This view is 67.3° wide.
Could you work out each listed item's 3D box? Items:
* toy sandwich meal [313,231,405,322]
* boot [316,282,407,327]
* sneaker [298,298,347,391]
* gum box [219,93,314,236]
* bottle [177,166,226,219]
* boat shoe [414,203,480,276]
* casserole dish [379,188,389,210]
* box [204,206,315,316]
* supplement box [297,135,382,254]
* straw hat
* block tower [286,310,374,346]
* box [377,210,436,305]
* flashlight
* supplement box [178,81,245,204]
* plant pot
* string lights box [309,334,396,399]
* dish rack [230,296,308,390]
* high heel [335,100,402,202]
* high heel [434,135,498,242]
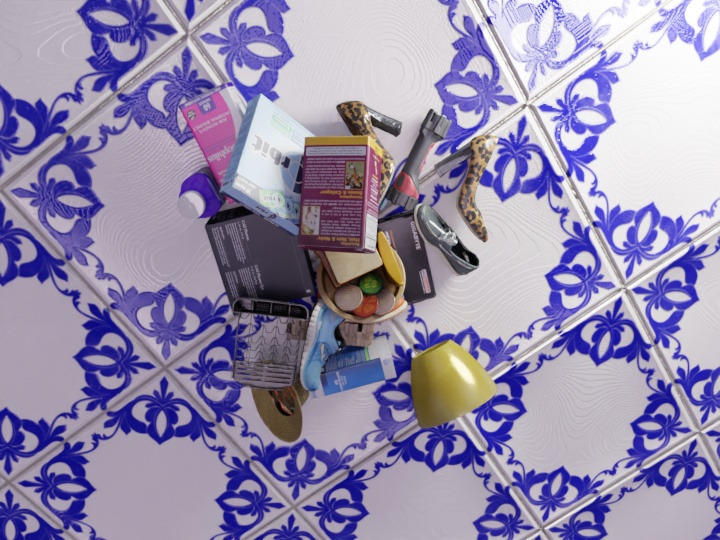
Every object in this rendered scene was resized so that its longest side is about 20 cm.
[{"bbox_3d":[0.000,0.000,1.086,0.200,0.070,0.209,1,69,-3],"label":"toy sandwich meal"},{"bbox_3d":[0.000,0.056,1.147,0.196,0.075,0.110,-5,106,2],"label":"boot"},{"bbox_3d":[-0.074,0.165,1.119,0.088,0.079,0.204,13,110,-1],"label":"sneaker"},{"bbox_3d":[-0.156,-0.194,1.008,0.169,0.044,0.204,32,60,-38],"label":"gum box"},{"bbox_3d":[-0.302,-0.144,1.031,0.064,0.200,0.084,-28,108,5],"label":"bottle"},{"bbox_3d":[0.189,-0.069,1.159,0.201,0.061,0.073,49,55,-24],"label":"boat shoe"},{"bbox_3d":[-0.025,-0.185,1.129,0.197,0.039,0.123,26,104,-12],"label":"casserole dish"},{"bbox_3d":[-0.201,-0.034,1.128,0.178,0.104,0.204,-13,110,0],"label":"box"},{"bbox_3d":[-0.035,-0.137,1.001,0.128,0.103,0.205,4,89,16],"label":"supplement box"},{"bbox_3d":[-0.163,0.284,1.246,0.084,0.199,0.205,-22,117,-43],"label":"straw hat"},{"bbox_3d":[-0.068,0.129,1.223,0.196,0.054,0.059,5,108,-7],"label":"block tower"},{"bbox_3d":[0.052,-0.012,1.190,0.195,0.050,0.204,-15,110,1],"label":"box"},{"bbox_3d":[0.124,-0.224,1.119,0.067,0.068,0.203,26,100,-4],"label":"flashlight"},{"bbox_3d":[-0.253,-0.249,1.054,0.100,0.104,0.203,-24,111,2],"label":"supplement box"},{"bbox_3d":[0.191,0.244,1.231,0.197,0.200,0.144,-27,84,4],"label":"plant pot"},{"bbox_3d":[-0.025,0.218,1.230,0.196,0.103,0.060,-15,111,1],"label":"string lights box"},{"bbox_3d":[-0.191,0.153,1.105,0.150,0.055,0.204,7,102,-7],"label":"dish rack"},{"bbox_3d":[0.000,-0.232,1.067,0.140,0.071,0.204,18,71,-16],"label":"high heel"},{"bbox_3d":[0.260,-0.172,1.131,0.141,0.071,0.202,-29,100,12],"label":"high heel"}]
